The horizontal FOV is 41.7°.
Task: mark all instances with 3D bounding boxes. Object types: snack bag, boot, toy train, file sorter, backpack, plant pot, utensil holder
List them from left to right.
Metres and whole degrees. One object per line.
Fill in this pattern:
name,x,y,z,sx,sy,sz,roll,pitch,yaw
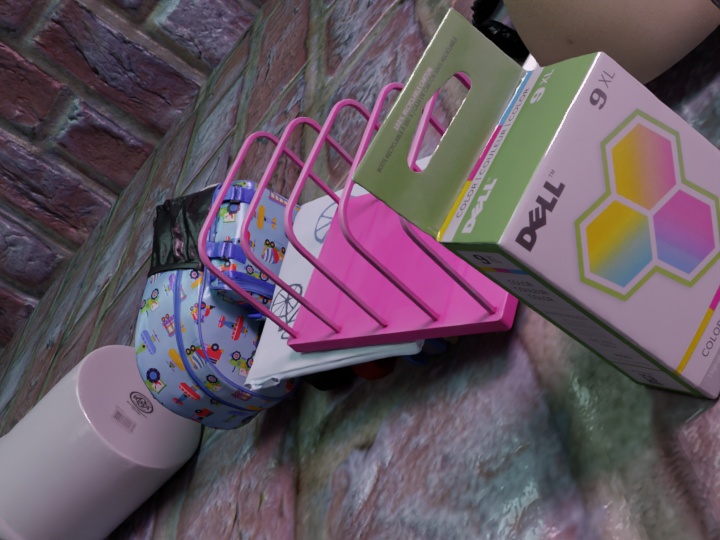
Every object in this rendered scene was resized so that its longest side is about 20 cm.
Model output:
utensil holder,-0.298,0.201,1.051,0.200,0.170,0.170,-43,24,25
backpack,-0.112,0.040,0.878,0.134,0.183,0.200,-15,57,37
snack bag,0.000,0.000,0.757,0.189,0.021,0.200,-17,45,38
file sorter,0.005,-0.040,0.660,0.200,0.125,0.139,-10,50,42
toy train,0.010,0.065,0.759,0.200,0.034,0.046,-27,37,52
boot,0.163,-0.289,0.892,0.168,0.076,0.200,-59,8,13
plant pot,0.165,-0.236,0.650,0.200,0.134,0.200,-46,22,25

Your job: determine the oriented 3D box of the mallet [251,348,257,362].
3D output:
mallet,-0.009,0.018,0.798,0.200,0.041,0.066,-29,31,19

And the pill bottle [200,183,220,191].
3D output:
pill bottle,-0.184,-0.011,1.194,0.112,0.112,0.200,-40,25,36

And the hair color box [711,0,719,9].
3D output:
hair color box,0.236,-0.131,0.460,0.061,0.100,0.200,-49,21,18

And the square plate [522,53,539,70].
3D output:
square plate,0.222,-0.223,0.734,0.200,0.028,0.198,-58,21,-6

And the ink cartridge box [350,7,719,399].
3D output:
ink cartridge box,0.108,-0.032,0.452,0.104,0.200,0.059,-60,21,-11
